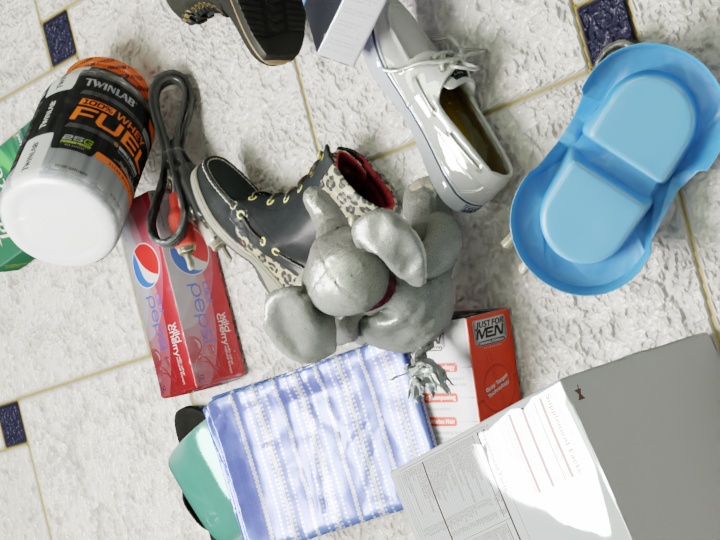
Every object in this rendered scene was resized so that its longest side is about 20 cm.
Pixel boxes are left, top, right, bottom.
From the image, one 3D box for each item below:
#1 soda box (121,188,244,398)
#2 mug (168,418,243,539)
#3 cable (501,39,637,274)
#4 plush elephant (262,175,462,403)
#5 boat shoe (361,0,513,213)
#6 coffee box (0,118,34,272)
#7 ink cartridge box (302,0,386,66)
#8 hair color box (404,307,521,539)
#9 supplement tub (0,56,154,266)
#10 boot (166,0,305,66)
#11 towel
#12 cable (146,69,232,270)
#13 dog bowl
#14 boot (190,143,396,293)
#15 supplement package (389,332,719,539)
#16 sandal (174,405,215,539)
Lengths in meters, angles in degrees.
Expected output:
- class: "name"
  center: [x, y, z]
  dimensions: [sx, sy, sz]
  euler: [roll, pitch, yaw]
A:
- class: "soda box"
  center: [-0.180, 0.021, 1.726]
  dimensions: [0.063, 0.070, 0.202]
  euler: [-20, 83, 46]
- class: "mug"
  center: [-0.078, 0.178, 1.594]
  dimensions: [0.115, 0.151, 0.185]
  euler: [56, 131, 15]
- class: "cable"
  center: [0.184, -0.075, 1.339]
  dimensions: [0.097, 0.050, 0.202]
  euler: [37, 122, 26]
- class: "plush elephant"
  center: [0.000, 0.000, 1.405]
  dimensions: [0.164, 0.155, 0.201]
  euler: [-33, 46, 13]
- class: "boat shoe"
  center: [0.070, -0.154, 1.433]
  dimensions: [0.086, 0.074, 0.204]
  euler: [-35, 75, 44]
- class: "coffee box"
  center: [-0.365, -0.086, 1.913]
  dimensions: [0.199, 0.044, 0.124]
  euler: [-27, 79, 45]
- class: "ink cartridge box"
  center: [0.002, -0.309, 1.439]
  dimensions: [0.201, 0.043, 0.199]
  euler: [-59, 30, 34]
- class: "hair color box"
  center: [0.088, 0.137, 1.481]
  dimensions: [0.101, 0.061, 0.203]
  euler: [-4, 95, 46]
- class: "supplement tub"
  center: [-0.273, -0.112, 1.699]
  dimensions: [0.123, 0.122, 0.201]
  euler: [-46, 23, 40]
- class: "boot"
  center: [-0.125, -0.248, 1.625]
  dimensions: [0.138, 0.077, 0.202]
  euler: [-46, 52, 45]
- class: "towel"
  center: [-0.033, 0.152, 1.489]
  dimensions: [0.198, 0.024, 0.146]
  euler: [-20, 82, 20]
- class: "cable"
  center: [-0.179, -0.095, 1.700]
  dimensions: [0.050, 0.096, 0.202]
  euler: [80, 168, -70]
- class: "dog bowl"
  center: [0.193, -0.078, 1.293]
  dimensions: [0.111, 0.050, 0.201]
  euler: [32, 106, 2]
- class: "boot"
  center: [-0.061, -0.068, 1.588]
  dimensions: [0.204, 0.073, 0.154]
  euler: [50, 126, 21]
- class: "supplement package"
  center: [0.170, 0.165, 1.308]
  dimensions: [0.199, 0.190, 0.148]
  euler: [-34, 74, 44]
- class: "sandal"
  center: [-0.149, 0.233, 1.753]
  dimensions: [0.075, 0.045, 0.202]
  euler: [-27, 79, 45]
